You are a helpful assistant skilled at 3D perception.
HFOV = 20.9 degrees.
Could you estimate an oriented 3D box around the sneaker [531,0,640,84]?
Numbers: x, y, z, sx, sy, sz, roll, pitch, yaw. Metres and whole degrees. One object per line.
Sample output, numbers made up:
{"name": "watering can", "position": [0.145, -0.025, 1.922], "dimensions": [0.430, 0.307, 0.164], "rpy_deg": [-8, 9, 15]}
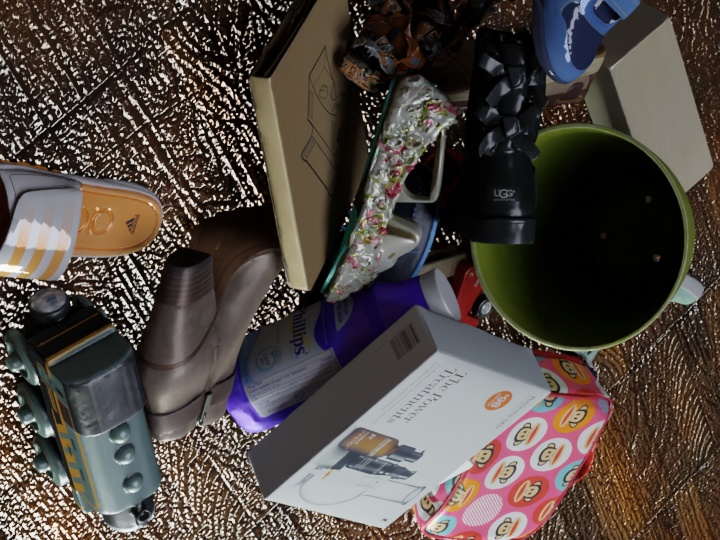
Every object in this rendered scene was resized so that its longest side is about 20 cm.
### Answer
{"name": "sneaker", "position": [0.189, -0.228, 1.420], "dimensions": [0.074, 0.082, 0.201], "rpy_deg": [31, 81, -54]}

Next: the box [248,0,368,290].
{"name": "box", "position": [-0.035, -0.113, 1.482], "dimensions": [0.164, 0.021, 0.201], "rpy_deg": [-65, 154, -44]}

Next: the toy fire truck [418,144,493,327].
{"name": "toy fire truck", "position": [0.066, 0.002, 1.703], "dimensions": [0.141, 0.049, 0.201], "rpy_deg": [24, 99, -50]}

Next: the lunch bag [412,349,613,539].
{"name": "lunch bag", "position": [0.149, 0.168, 1.838], "dimensions": [0.175, 0.082, 0.201], "rpy_deg": [8, 125, -33]}

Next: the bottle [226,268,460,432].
{"name": "bottle", "position": [-0.018, 0.059, 1.562], "dimensions": [0.199, 0.084, 0.065], "rpy_deg": [-25, 124, 15]}

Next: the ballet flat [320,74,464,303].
{"name": "ballet flat", "position": [0.025, -0.054, 1.498], "dimensions": [0.076, 0.064, 0.201], "rpy_deg": [-68, 178, -64]}

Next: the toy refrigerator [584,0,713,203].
{"name": "toy refrigerator", "position": [0.254, -0.151, 1.774], "dimensions": [0.076, 0.070, 0.200], "rpy_deg": [-41, 137, -11]}

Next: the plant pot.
{"name": "plant pot", "position": [0.214, -0.033, 1.694], "dimensions": [0.188, 0.186, 0.200], "rpy_deg": [-65, 162, 12]}

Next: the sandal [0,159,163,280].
{"name": "sandal", "position": [-0.211, -0.032, 1.391], "dimensions": [0.206, 0.059, 0.080], "rpy_deg": [-3, 118, -44]}

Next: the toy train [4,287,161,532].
{"name": "toy train", "position": [-0.202, 0.107, 1.451], "dimensions": [0.085, 0.114, 0.201], "rpy_deg": [-27, 133, -23]}

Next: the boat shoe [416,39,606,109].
{"name": "boat shoe", "position": [0.120, -0.152, 1.637], "dimensions": [0.199, 0.072, 0.072], "rpy_deg": [-17, 134, -37]}

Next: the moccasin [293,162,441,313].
{"name": "moccasin", "position": [0.000, 0.000, 1.612], "dimensions": [0.068, 0.080, 0.201], "rpy_deg": [16, 104, -42]}

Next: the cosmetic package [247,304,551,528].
{"name": "cosmetic package", "position": [0.031, 0.121, 1.555], "dimensions": [0.200, 0.052, 0.150], "rpy_deg": [-42, 143, 24]}

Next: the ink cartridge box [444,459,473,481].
{"name": "ink cartridge box", "position": [0.015, 0.138, 1.687], "dimensions": [0.115, 0.067, 0.200], "rpy_deg": [-28, 152, 5]}

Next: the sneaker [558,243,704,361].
{"name": "sneaker", "position": [0.242, 0.037, 1.884], "dimensions": [0.200, 0.074, 0.119], "rpy_deg": [11, 102, -38]}

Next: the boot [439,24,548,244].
{"name": "boot", "position": [0.107, -0.107, 1.527], "dimensions": [0.073, 0.198, 0.164], "rpy_deg": [2, 95, -4]}

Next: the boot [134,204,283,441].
{"name": "boot", "position": [-0.109, 0.041, 1.512], "dimensions": [0.200, 0.070, 0.147], "rpy_deg": [-27, 129, -52]}

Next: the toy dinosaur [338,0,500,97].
{"name": "toy dinosaur", "position": [0.051, -0.205, 1.532], "dimensions": [0.200, 0.102, 0.136], "rpy_deg": [-66, -179, -56]}
